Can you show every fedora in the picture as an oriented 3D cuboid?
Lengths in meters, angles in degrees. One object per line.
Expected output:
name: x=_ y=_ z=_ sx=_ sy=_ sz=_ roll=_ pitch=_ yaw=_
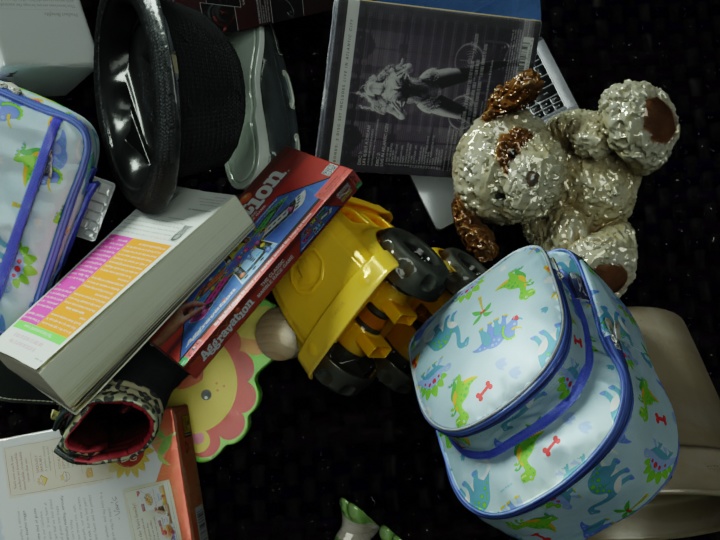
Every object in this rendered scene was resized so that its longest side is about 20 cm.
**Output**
fedora: x=-0.153 y=-0.149 z=0.880 sx=0.090 sy=0.200 sz=0.204 roll=-6 pitch=82 yaw=-30

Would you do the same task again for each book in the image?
book: x=-0.192 y=0.010 z=0.846 sx=0.200 sy=0.133 sz=0.048 roll=-47 pitch=122 yaw=-21

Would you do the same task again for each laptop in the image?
laptop: x=0.115 y=-0.174 z=0.993 sx=0.185 sy=0.116 sz=0.202 roll=-26 pitch=86 yaw=-8

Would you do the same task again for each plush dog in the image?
plush dog: x=0.166 y=-0.087 z=0.959 sx=0.169 sy=0.161 sz=0.203 roll=13 pitch=104 yaw=-9

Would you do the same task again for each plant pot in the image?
plant pot: x=0.238 y=0.133 z=0.941 sx=0.196 sy=0.201 sz=0.176 roll=1 pitch=67 yaw=-6

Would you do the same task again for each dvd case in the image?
dvd case: x=0.061 y=-0.160 z=0.965 sx=0.197 sy=0.016 sz=0.151 roll=1 pitch=109 yaw=-20

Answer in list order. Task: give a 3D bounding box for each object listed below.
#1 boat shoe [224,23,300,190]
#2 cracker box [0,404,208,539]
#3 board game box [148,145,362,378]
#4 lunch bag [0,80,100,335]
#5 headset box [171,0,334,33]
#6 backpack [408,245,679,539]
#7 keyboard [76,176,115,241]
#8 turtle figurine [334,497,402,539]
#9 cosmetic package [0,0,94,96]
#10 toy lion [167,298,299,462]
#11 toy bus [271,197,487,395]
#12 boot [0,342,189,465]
boat shoe: x=-0.094 y=-0.163 z=0.998 sx=0.060 sy=0.075 sz=0.203 roll=13 pitch=68 yaw=-42
cracker box: x=-0.238 y=0.199 z=0.916 sx=0.197 sy=0.058 sz=0.136 roll=-10 pitch=85 yaw=4
board game box: x=-0.093 y=-0.013 z=0.852 sx=0.201 sy=0.102 sz=0.019 roll=-50 pitch=128 yaw=-13
lunch bag: x=-0.312 y=-0.056 z=0.891 sx=0.159 sy=0.082 sz=0.203 roll=22 pitch=95 yaw=-9
headset box: x=-0.128 y=-0.292 z=0.973 sx=0.197 sy=0.075 sz=0.150 roll=-14 pitch=55 yaw=-7
backpack: x=0.133 y=0.099 z=0.825 sx=0.182 sy=0.201 sz=0.147 roll=-38 pitch=129 yaw=20
keyboard: x=-0.318 y=-0.082 z=0.939 sx=0.197 sy=0.011 sz=0.057 roll=19 pitch=81 yaw=-4
turtle figurine: x=-0.053 y=0.284 z=0.902 sx=0.199 sy=0.144 sz=0.195 roll=38 pitch=76 yaw=-4
cosmetic package: x=-0.319 y=-0.261 z=0.958 sx=0.101 sy=0.071 sz=0.203 roll=-13 pitch=81 yaw=-47
toy lion: x=-0.154 y=0.062 z=0.965 sx=0.191 sy=0.069 sz=0.201 roll=-36 pitch=87 yaw=-2
toy bus: x=0.000 y=0.000 z=0.946 sx=0.192 sy=0.199 sz=0.136 roll=48 pitch=112 yaw=30
boot: x=-0.235 y=0.096 z=0.868 sx=0.200 sy=0.154 sz=0.075 roll=-8 pitch=111 yaw=7
